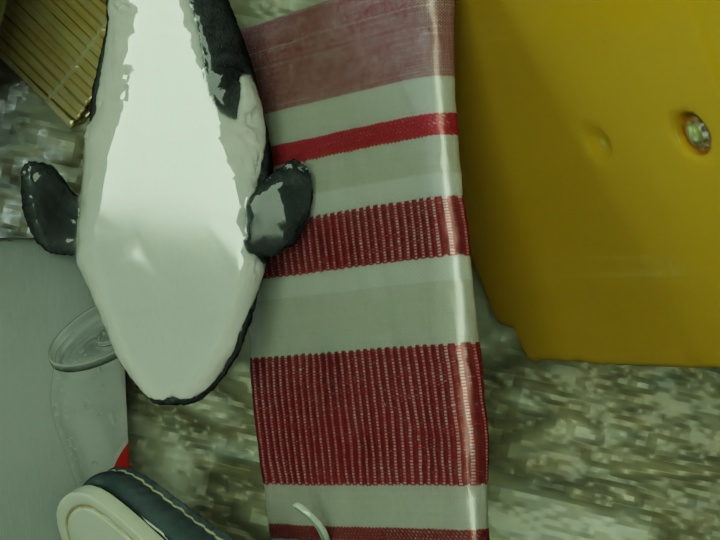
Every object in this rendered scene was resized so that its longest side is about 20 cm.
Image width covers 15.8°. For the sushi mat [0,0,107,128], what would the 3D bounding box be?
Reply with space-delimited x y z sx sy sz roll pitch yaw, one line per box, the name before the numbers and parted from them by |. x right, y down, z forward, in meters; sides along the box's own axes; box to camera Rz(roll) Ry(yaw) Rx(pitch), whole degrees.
sushi mat | -0.152 -0.158 1.033 0.200 0.012 0.096 44 98 9

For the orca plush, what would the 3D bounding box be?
orca plush | -0.078 -0.054 0.976 0.105 0.071 0.200 -20 97 6

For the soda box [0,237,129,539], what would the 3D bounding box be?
soda box | -0.131 0.088 0.983 0.063 0.068 0.200 -6 86 44

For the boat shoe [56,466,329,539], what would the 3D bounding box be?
boat shoe | -0.024 0.137 0.958 0.200 0.075 0.062 40 60 -2

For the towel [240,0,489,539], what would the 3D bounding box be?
towel | 0.000 0.000 0.946 0.023 0.144 0.200 -4 88 -32

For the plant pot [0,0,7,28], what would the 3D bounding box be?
plant pot | -0.212 -0.089 0.923 0.200 0.200 0.193 26 83 10

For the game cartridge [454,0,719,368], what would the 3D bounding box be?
game cartridge | 0.092 -0.050 0.891 0.032 0.200 0.176 -30 106 -30
